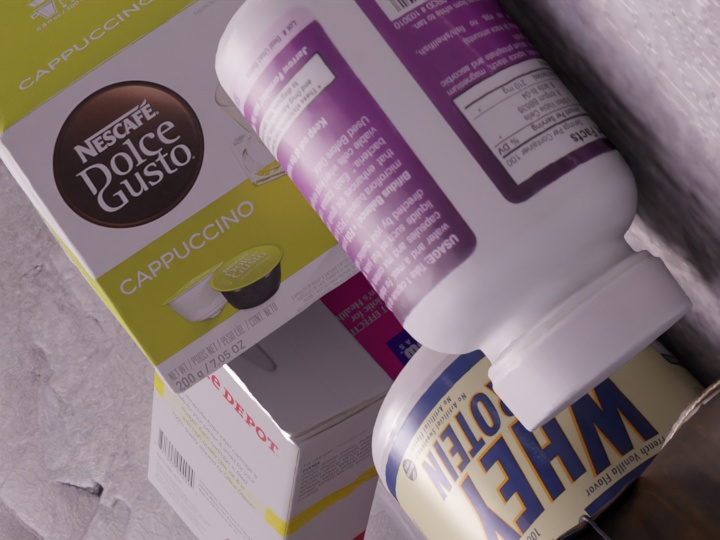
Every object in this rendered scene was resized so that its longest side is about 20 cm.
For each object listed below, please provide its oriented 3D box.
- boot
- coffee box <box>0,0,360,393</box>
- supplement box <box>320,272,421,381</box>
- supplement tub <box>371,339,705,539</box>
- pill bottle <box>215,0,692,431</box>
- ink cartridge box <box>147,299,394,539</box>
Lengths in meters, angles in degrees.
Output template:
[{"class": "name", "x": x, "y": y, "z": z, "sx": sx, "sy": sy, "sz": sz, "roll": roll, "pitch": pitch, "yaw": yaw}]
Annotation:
[{"class": "boot", "x": 0.108, "y": 0.109, "z": 0.593, "sx": 0.075, "sy": 0.200, "sz": 0.097, "roll": 43, "pitch": -148, "yaw": 19}, {"class": "coffee box", "x": -0.103, "y": -0.094, "z": 0.940, "sx": 0.200, "sy": 0.199, "sz": 0.198, "roll": 44, "pitch": 166, "yaw": 52}, {"class": "supplement box", "x": 0.000, "y": 0.000, "z": 1.086, "sx": 0.200, "sy": 0.101, "sz": 0.103, "roll": 50, "pitch": 169, "yaw": 21}, {"class": "supplement tub", "x": 0.114, "y": 0.113, "z": 0.750, "sx": 0.200, "sy": 0.145, "sz": 0.145, "roll": 49, "pitch": 170, "yaw": 30}, {"class": "pill bottle", "x": 0.040, "y": -0.039, "z": 0.667, "sx": 0.200, "sy": 0.112, "sz": 0.112, "roll": 53, "pitch": 172, "yaw": 10}, {"class": "ink cartridge box", "x": -0.060, "y": 0.104, "z": 1.051, "sx": 0.145, "sy": 0.083, "sz": 0.200, "roll": 46, "pitch": 146, "yaw": 28}]
